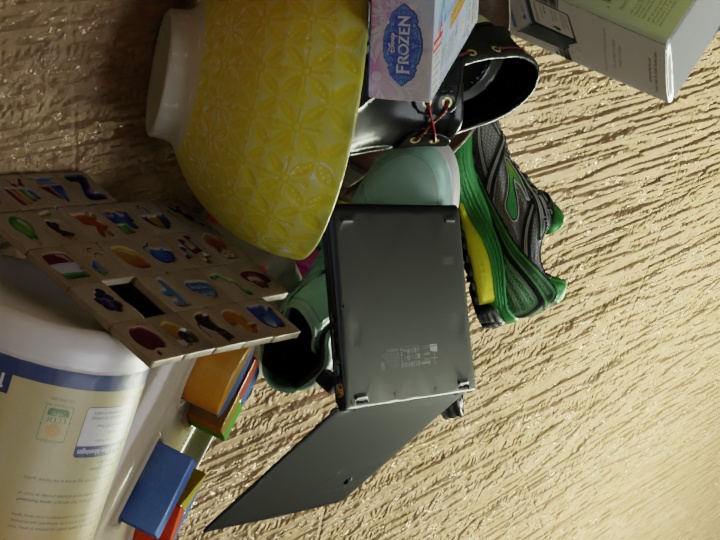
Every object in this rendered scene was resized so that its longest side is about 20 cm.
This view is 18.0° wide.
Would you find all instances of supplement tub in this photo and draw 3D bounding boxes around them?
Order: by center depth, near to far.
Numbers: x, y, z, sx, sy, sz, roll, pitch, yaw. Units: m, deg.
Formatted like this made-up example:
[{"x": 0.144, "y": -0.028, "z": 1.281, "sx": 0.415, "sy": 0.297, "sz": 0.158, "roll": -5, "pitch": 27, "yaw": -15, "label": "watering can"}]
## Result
[{"x": -0.211, "y": 0.103, "z": 1.294, "sx": 0.144, "sy": 0.144, "sz": 0.200, "roll": -4, "pitch": 116, "yaw": -63, "label": "supplement tub"}]

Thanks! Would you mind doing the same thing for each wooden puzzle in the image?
[{"x": -0.114, "y": 0.107, "z": 1.462, "sx": 0.185, "sy": 0.046, "sz": 0.200, "roll": -63, "pitch": 170, "yaw": -11, "label": "wooden puzzle"}]

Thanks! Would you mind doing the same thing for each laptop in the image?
[{"x": -0.016, "y": 0.061, "z": 1.499, "sx": 0.187, "sy": 0.116, "sz": 0.200, "roll": -3, "pitch": 87, "yaw": -62, "label": "laptop"}]

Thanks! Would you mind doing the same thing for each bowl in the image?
[{"x": -0.072, "y": -0.113, "z": 1.392, "sx": 0.200, "sy": 0.107, "sz": 0.201, "roll": -171, "pitch": -90, "yaw": -78, "label": "bowl"}]

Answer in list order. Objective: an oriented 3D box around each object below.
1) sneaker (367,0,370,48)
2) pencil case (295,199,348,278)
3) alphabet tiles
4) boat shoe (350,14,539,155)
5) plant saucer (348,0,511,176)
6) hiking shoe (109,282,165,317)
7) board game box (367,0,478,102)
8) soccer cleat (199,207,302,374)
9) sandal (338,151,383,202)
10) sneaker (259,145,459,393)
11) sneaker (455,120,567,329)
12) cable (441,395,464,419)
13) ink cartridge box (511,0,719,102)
[{"x": 0.012, "y": -0.233, "z": 1.498, "sx": 0.090, "sy": 0.066, "sz": 0.200, "roll": -8, "pitch": 114, "yaw": -46, "label": "sneaker"}, {"x": -0.005, "y": 0.021, "z": 1.717, "sx": 0.088, "sy": 0.088, "sz": 0.200, "roll": -55, "pitch": 153, "yaw": -22, "label": "pencil case"}, {"x": -0.127, "y": -0.007, "z": 1.339, "sx": 0.008, "sy": 0.167, "sz": 0.200, "roll": -57, "pitch": 160, "yaw": 19, "label": "alphabet tiles"}, {"x": 0.043, "y": -0.119, "z": 1.528, "sx": 0.201, "sy": 0.063, "sz": 0.074, "roll": -25, "pitch": 143, "yaw": -43, "label": "boat shoe"}, {"x": 0.027, "y": -0.165, "z": 1.604, "sx": 0.200, "sy": 0.034, "sz": 0.201, "roll": -18, "pitch": 117, "yaw": -39, "label": "plant saucer"}, {"x": -0.161, "y": 0.066, "z": 1.470, "sx": 0.087, "sy": 0.074, "sz": 0.200, "roll": -35, "pitch": 153, "yaw": -61, "label": "hiking shoe"}, {"x": 0.044, "y": -0.225, "z": 1.379, "sx": 0.200, "sy": 0.041, "sz": 0.200, "roll": -61, "pitch": 155, "yaw": -68, "label": "board game box"}, {"x": -0.074, "y": -0.004, "z": 1.578, "sx": 0.078, "sy": 0.069, "sz": 0.200, "roll": -54, "pitch": 161, "yaw": -35, "label": "soccer cleat"}, {"x": 0.029, "y": -0.107, "z": 1.693, "sx": 0.200, "sy": 0.080, "sz": 0.054, "roll": -50, "pitch": 176, "yaw": -41, "label": "sandal"}, {"x": 0.000, "y": 0.001, "z": 1.552, "sx": 0.201, "sy": 0.074, "sz": 0.118, "roll": -62, "pitch": 170, "yaw": 15, "label": "sneaker"}, {"x": 0.114, "y": -0.059, "z": 1.805, "sx": 0.078, "sy": 0.085, "sz": 0.200, "roll": -86, "pitch": 164, "yaw": -89, "label": "sneaker"}, {"x": 0.053, "y": 0.025, "z": 1.780, "sx": 0.097, "sy": 0.050, "sz": 0.200, "roll": 79, "pitch": 9, "yaw": -71, "label": "cable"}, {"x": 0.178, "y": -0.237, "z": 1.701, "sx": 0.147, "sy": 0.200, "sz": 0.086, "roll": -55, "pitch": 155, "yaw": -21, "label": "ink cartridge box"}]
